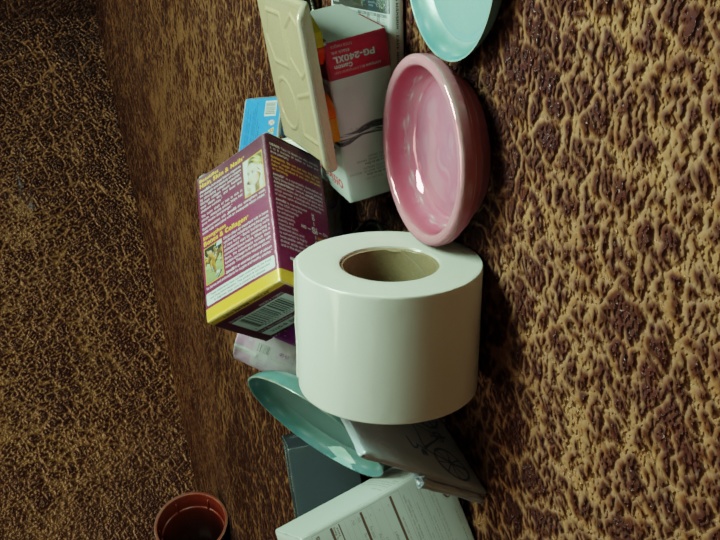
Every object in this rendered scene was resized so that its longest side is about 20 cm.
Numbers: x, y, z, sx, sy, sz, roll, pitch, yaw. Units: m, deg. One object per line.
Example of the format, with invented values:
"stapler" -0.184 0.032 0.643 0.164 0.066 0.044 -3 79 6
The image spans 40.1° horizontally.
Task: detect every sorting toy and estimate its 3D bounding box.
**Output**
"sorting toy" -0.069 -0.227 1.141 0.200 0.036 0.188 -131 27 -61

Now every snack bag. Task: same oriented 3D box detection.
"snack bag" 0.038 0.179 1.132 0.022 0.198 0.189 -53 38 16

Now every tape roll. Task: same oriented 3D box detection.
"tape roll" 0.030 0.055 1.054 0.203 0.200 0.141 -140 45 -60

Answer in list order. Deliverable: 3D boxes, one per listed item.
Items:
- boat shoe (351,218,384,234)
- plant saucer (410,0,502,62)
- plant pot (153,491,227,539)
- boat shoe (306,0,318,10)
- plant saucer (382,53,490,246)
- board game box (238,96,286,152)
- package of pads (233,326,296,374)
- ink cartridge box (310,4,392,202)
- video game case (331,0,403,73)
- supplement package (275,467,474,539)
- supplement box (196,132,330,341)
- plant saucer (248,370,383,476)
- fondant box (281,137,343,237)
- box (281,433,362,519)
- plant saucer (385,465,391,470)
"boat shoe" 0.000 0.000 1.233 0.201 0.074 0.062 -65 -3 -60
"plant saucer" 0.095 -0.310 0.975 0.200 0.027 0.204 170 90 -69
"plant pot" -0.452 0.751 2.708 0.202 0.198 0.197 -121 22 -46
"boat shoe" -0.084 -0.327 1.394 0.060 0.073 0.203 -135 38 -58
"plant saucer" 0.083 -0.130 1.053 0.200 0.050 0.204 170 90 -70
"board game box" -0.121 -0.108 1.410 0.196 0.055 0.203 66 -155 -61
"package of pads" -0.057 0.094 1.277 0.121 0.197 0.076 -66 -2 -50
"ink cartridge box" -0.018 -0.202 1.199 0.145 0.082 0.203 -135 31 -57
"video game case" 0.006 -0.335 1.219 0.200 0.023 0.185 -140 44 -62
"supplement package" 0.017 0.322 1.181 0.119 0.198 0.117 67 159 0
"supplement box" -0.114 -0.038 1.182 0.130 0.102 0.203 -27 58 34
"plant saucer" -0.050 0.182 1.206 0.198 0.028 0.201 30 158 13
"fondant box" -0.070 -0.087 1.380 0.144 0.057 0.204 -46 -46 -72
"box" -0.051 0.349 1.494 0.182 0.102 0.204 161 99 -83
"plant saucer" -0.003 0.228 1.334 0.070 0.019 0.201 33 163 38
